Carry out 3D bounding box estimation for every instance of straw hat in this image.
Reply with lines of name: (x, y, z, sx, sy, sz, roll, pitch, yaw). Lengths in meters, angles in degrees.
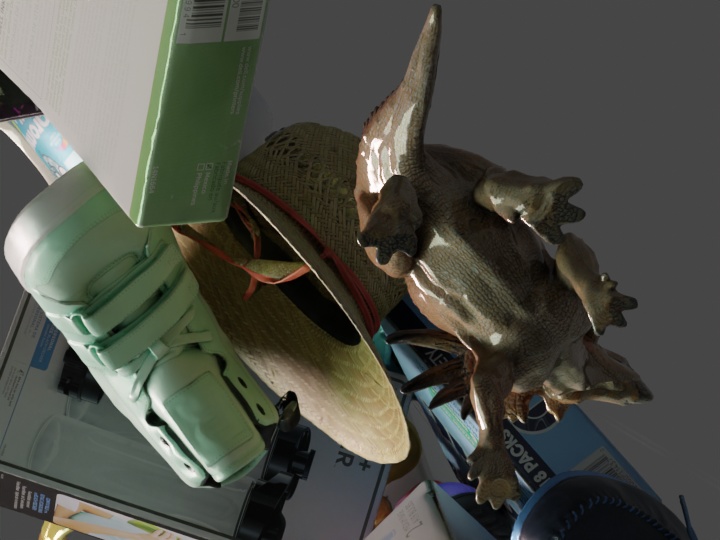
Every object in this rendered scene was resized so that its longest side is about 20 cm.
straw hat: (-0.018, -0.017, 1.317, 0.201, 0.085, 0.201, 42, 161, 18)

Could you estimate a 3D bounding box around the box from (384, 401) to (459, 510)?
box: (0.019, 0.196, 1.683, 0.199, 0.131, 0.200, 54, -166, -56)

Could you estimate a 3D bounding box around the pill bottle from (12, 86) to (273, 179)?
pill bottle: (-0.120, -0.090, 1.523, 0.200, 0.111, 0.111, 51, 173, 7)

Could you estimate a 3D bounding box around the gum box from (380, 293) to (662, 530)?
gum box: (0.090, 0.103, 1.405, 0.170, 0.045, 0.200, 49, 171, 31)

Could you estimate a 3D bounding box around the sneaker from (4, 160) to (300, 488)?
sneaker: (-0.084, 0.028, 1.299, 0.118, 0.074, 0.200, 48, 172, 23)

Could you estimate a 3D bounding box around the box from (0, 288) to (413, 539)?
box: (-0.083, 0.081, 1.450, 0.200, 0.117, 0.060, 20, 157, -1)

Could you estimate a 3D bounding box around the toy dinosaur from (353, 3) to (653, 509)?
toy dinosaur: (0.038, -0.004, 1.090, 0.200, 0.086, 0.136, 61, 177, -20)

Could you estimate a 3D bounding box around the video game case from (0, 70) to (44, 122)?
video game case: (-0.247, -0.159, 1.433, 0.036, 0.181, 0.200, -160, 59, -78)

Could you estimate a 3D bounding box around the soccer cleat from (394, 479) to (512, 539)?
soccer cleat: (0.037, 0.133, 1.468, 0.073, 0.068, 0.200, 56, 178, 20)

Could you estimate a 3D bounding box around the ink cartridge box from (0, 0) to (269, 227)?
ink cartridge box: (-0.108, -0.128, 1.225, 0.200, 0.048, 0.146, 47, 134, 45)

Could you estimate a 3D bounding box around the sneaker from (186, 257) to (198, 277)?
sneaker: (-0.102, -0.085, 1.423, 0.085, 0.073, 0.200, 10, -119, -80)

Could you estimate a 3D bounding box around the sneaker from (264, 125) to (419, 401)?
sneaker: (0.000, 0.000, 1.447, 0.080, 0.078, 0.200, 22, 160, 37)

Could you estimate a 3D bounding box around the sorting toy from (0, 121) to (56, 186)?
sorting toy: (-0.147, -0.053, 1.628, 0.200, 0.107, 0.180, 50, -162, 12)

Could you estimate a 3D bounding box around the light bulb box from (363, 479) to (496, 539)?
light bulb box: (0.068, 0.222, 1.296, 0.200, 0.125, 0.198, 44, -176, -14)

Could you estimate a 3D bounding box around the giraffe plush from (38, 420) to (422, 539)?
giraffe plush: (-0.056, 0.104, 1.556, 0.162, 0.173, 0.200, 26, -157, 11)

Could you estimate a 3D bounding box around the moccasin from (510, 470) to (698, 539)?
moccasin: (0.141, 0.150, 1.263, 0.200, 0.081, 0.068, 40, 178, -41)
